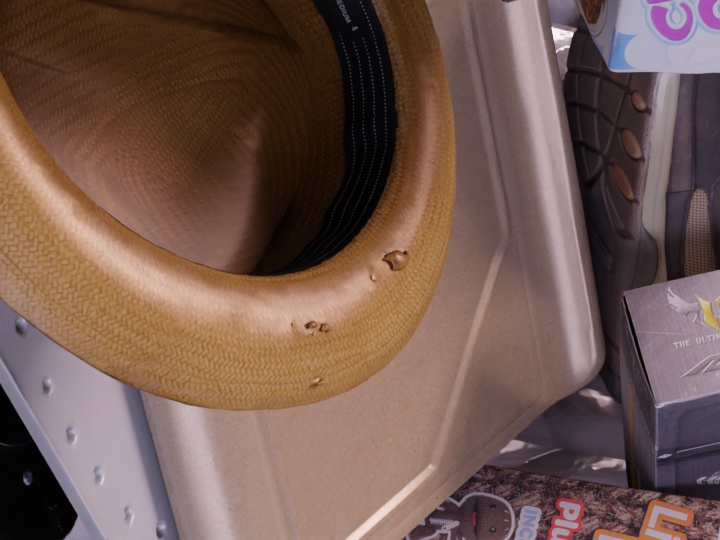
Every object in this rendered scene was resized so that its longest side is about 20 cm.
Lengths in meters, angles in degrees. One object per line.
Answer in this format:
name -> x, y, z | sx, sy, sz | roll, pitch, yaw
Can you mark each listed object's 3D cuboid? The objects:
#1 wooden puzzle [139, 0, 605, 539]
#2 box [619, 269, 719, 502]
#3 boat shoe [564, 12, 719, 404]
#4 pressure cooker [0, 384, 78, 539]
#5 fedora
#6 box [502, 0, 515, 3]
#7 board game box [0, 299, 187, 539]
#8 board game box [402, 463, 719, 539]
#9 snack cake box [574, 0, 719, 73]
wooden puzzle -> 0.000, 0.000, 0.752 | 0.200, 0.037, 0.185 | -33, 121, -39
box -> 0.197, 0.043, 0.824 | 0.200, 0.048, 0.158 | -13, 149, 1
boat shoe -> 0.118, -0.037, 0.816 | 0.073, 0.075, 0.200 | -14, 139, -11
pressure cooker -> -0.196, 0.018, 0.717 | 0.200, 0.179, 0.176 | -5, 136, 23
fedora -> -0.063, -0.048, 0.597 | 0.082, 0.201, 0.201 | -20, 135, 42
box -> 0.014, -0.198, 0.538 | 0.050, 0.199, 0.200 | -16, 133, -25
board game box -> -0.068, -0.014, 0.722 | 0.026, 0.200, 0.200 | -1, 133, 24
board game box -> 0.049, 0.149, 0.857 | 0.200, 0.097, 0.159 | 8, 152, 12
snack cake box -> 0.081, -0.155, 0.622 | 0.067, 0.200, 0.115 | -2, 128, -12
